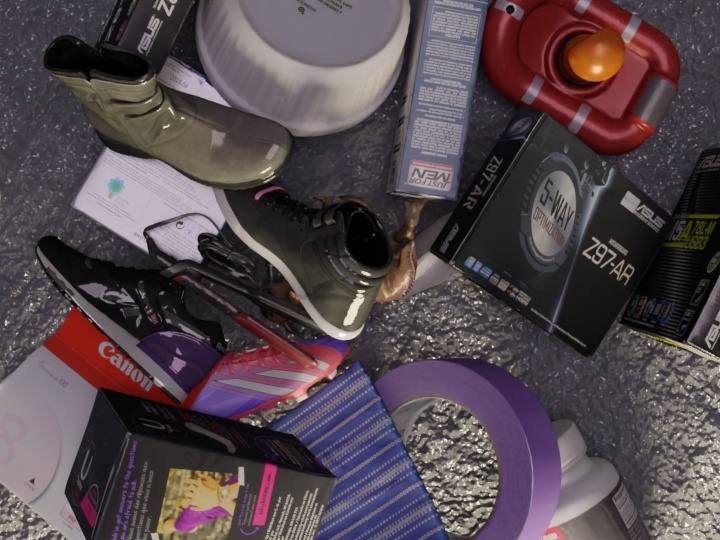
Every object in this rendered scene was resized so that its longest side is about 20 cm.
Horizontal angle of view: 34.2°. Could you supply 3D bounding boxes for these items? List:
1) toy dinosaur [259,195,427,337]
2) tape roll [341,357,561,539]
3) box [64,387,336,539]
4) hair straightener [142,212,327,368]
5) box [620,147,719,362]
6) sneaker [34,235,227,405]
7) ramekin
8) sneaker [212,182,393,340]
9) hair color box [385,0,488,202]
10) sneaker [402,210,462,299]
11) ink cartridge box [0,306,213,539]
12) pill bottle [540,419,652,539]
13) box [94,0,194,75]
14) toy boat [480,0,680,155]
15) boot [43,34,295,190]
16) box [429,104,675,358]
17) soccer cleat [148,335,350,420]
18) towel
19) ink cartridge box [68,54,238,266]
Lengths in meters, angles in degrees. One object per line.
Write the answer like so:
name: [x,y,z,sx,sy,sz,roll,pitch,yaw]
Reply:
toy dinosaur: [0.000,0.000,1.082,0.085,0.199,0.137,-4,96,-42]
tape roll: [0.081,0.182,1.078,0.199,0.065,0.202,-1,88,33]
box: [-0.141,0.189,1.024,0.199,0.122,0.107,18,94,-27]
hair straightener: [-0.107,0.008,1.067,0.199,0.041,0.077,32,76,-5]
box: [0.321,-0.021,1.064,0.047,0.200,0.195,24,92,-4]
sneaker: [-0.207,0.026,1.077,0.200,0.076,0.088,42,80,6]
ramekin: [-0.046,-0.231,1.060,0.200,0.094,0.204,4,72,-13]
sneaker: [-0.045,-0.045,1.013,0.200,0.071,0.099,49,130,12]
hair color box: [0.072,-0.168,1.098,0.060,0.100,0.202,10,92,-4]
sneaker: [0.117,-0.021,1.124,0.199,0.075,0.089,-36,106,-1]
ink cartridge box: [-0.257,0.132,1.096,0.162,0.057,0.201,35,100,14]
pill bottle: [0.212,0.249,1.113,0.110,0.111,0.201,-28,93,-1]
box: [-0.172,-0.276,1.054,0.049,0.161,0.201,25,92,-21]
toy boat: [0.208,-0.199,1.087,0.199,0.131,0.131,29,90,-3]
boot: [-0.161,-0.133,0.977,0.198,0.131,0.068,13,72,15]
box: [0.183,-0.033,1.095,0.199,0.043,0.161,33,90,-30]
soccer cleat: [-0.106,0.101,1.115,0.199,0.067,0.077,-27,97,5]
towel: [-0.010,0.206,1.084,0.144,0.024,0.201,-37,69,25]
ink cartridge box: [-0.160,-0.110,1.103,0.136,0.076,0.201,31,92,-4]
